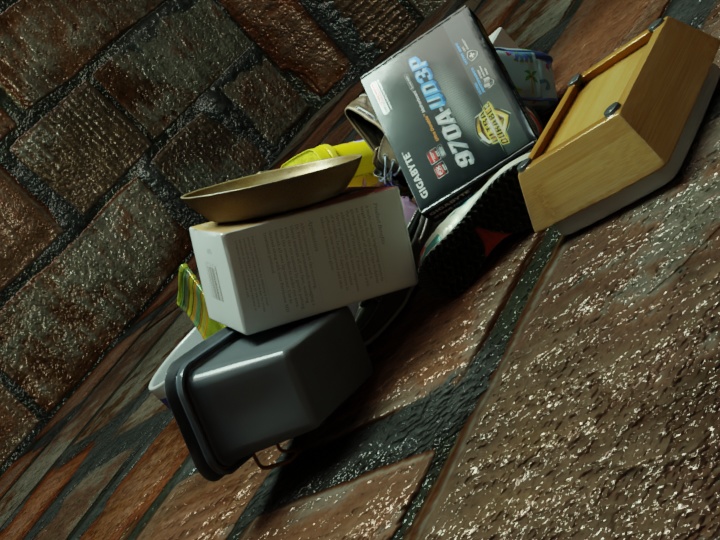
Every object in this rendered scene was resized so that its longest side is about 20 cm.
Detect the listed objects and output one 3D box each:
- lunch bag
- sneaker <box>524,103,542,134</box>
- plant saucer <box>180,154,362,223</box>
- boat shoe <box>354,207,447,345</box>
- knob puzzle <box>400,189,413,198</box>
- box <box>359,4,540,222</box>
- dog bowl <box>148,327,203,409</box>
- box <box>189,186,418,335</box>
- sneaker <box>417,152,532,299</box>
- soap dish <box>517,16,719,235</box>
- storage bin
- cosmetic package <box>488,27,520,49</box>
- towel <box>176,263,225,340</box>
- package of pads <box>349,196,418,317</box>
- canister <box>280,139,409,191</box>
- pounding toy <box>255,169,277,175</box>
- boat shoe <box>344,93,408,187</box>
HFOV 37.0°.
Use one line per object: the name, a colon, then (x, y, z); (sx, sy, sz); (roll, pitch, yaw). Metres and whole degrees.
lunch bag: (0.141, -0.231, 1.401); (0.197, 0.084, 0.160); (-3, -11, -25)
sneaker: (0.134, -0.137, 1.337); (0.199, 0.071, 0.094); (-25, 19, 51)
plant saucer: (-0.090, -0.084, 1.142); (0.197, 0.036, 0.200); (-13, 10, 2)
boat shoe: (0.039, 0.003, 1.260); (0.200, 0.057, 0.067); (-51, 14, -25)
knob puzzle: (-0.032, -0.033, 1.488); (0.219, 0.031, 0.220); (-37, -17, -14)
box: (0.106, -0.183, 1.255); (0.158, 0.202, 0.046); (-31, -24, 19)
dog bowl: (-0.233, 0.137, 1.676); (0.200, 0.079, 0.200); (-43, 13, 12)
box: (-0.064, -0.017, 1.152); (0.198, 0.108, 0.152); (-16, 9, -21)
sneaker: (0.133, -0.062, 1.126); (0.200, 0.070, 0.094); (-45, 17, 15)
soap dish: (0.239, -0.137, 1.001); (0.157, 0.081, 0.201); (-31, 20, 49)
storage bin: (-0.077, 0.119, 1.088); (0.133, 0.147, 0.200); (-19, 7, 27)
cosmetic package: (0.157, -0.243, 1.567); (0.199, 0.108, 0.085); (-35, 14, 34)
towel: (-0.191, 0.086, 1.421); (0.018, 0.201, 0.087); (-23, -32, -25)
package of pads: (0.000, 0.000, 1.355); (0.200, 0.076, 0.120); (-48, 8, -18)
canister: (0.006, -0.136, 1.478); (0.198, 0.088, 0.148); (-17, 0, -29)
pounding toy: (-0.133, -0.041, 1.749); (0.142, 0.200, 0.184); (-41, -2, 12)
boat shoe: (0.048, -0.140, 1.336); (0.072, 0.201, 0.073); (-24, -29, -21)
